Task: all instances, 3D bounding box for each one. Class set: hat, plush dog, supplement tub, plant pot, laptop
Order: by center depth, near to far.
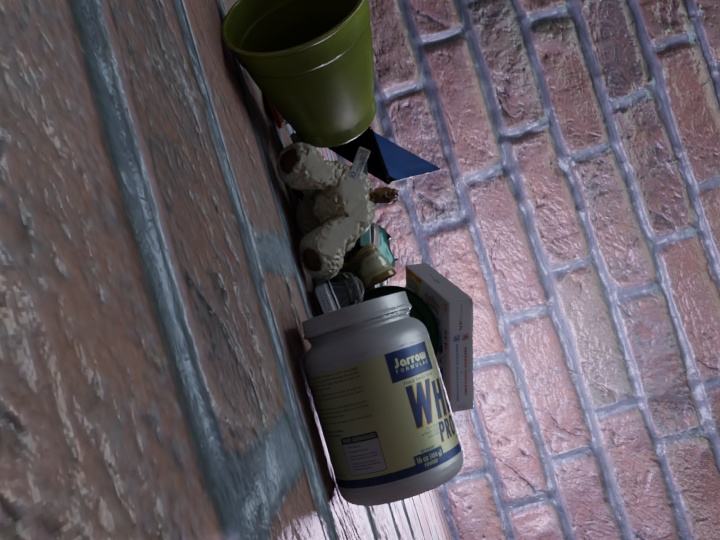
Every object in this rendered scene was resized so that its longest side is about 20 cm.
[{"bbox_3d":[0.020,0.136,0.716,0.145,0.144,0.201,36,37,-84],"label":"supplement tub"},{"bbox_3d":[-0.061,-0.285,0.914,0.193,0.199,0.201,64,9,-49],"label":"plant pot"},{"bbox_3d":[0.017,0.084,0.930,0.201,0.165,0.176,59,6,29],"label":"hat"},{"bbox_3d":[-0.045,-0.090,0.990,0.172,0.160,0.201,-17,-92,67],"label":"plush dog"},{"bbox_3d":[0.015,-0.238,1.107,0.187,0.116,0.200,36,-16,34],"label":"laptop"}]

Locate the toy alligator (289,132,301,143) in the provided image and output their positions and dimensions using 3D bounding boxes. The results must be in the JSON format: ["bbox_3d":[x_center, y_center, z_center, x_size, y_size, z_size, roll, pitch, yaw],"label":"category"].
[{"bbox_3d":[-0.100,-0.174,1.097,0.200,0.059,0.055,51,63,-81],"label":"toy alligator"}]

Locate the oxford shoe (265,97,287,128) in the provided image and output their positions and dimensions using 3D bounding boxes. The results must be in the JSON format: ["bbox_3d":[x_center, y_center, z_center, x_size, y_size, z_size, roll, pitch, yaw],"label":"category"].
[{"bbox_3d":[-0.122,-0.299,1.132,0.200,0.072,0.072,-99,172,-63],"label":"oxford shoe"}]

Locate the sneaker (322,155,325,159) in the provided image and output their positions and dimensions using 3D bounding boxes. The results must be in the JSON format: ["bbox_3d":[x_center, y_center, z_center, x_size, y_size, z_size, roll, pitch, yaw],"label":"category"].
[{"bbox_3d":[-0.067,-0.182,1.330,0.080,0.086,0.201,59,13,-82],"label":"sneaker"}]

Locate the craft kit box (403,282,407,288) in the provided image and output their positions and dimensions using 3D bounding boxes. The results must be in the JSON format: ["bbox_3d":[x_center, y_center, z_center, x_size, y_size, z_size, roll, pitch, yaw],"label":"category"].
[{"bbox_3d":[0.088,0.142,1.291,0.198,0.048,0.200,-59,156,-20],"label":"craft kit box"}]

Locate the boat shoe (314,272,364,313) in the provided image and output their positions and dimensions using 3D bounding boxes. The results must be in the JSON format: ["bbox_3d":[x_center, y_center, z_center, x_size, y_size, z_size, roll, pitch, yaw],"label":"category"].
[{"bbox_3d":[-0.027,0.039,0.993,0.200,0.070,0.073,-140,-149,-86],"label":"boat shoe"}]

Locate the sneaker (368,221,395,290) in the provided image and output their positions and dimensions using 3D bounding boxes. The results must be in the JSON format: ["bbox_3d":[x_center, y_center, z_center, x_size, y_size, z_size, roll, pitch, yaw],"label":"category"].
[{"bbox_3d":[0.030,0.008,1.233,0.080,0.071,0.201,21,67,-42],"label":"sneaker"}]

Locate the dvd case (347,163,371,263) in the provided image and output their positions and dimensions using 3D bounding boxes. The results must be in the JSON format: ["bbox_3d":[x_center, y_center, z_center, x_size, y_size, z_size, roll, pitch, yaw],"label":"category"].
[{"bbox_3d":[-0.006,-0.087,1.129,0.200,0.022,0.147,121,-33,-75],"label":"dvd case"}]

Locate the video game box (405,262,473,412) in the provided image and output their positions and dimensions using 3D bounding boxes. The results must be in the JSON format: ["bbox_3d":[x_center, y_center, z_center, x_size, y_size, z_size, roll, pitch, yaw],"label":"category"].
[{"bbox_3d":[0.126,0.102,1.060,0.200,0.046,0.184,-133,-140,-68],"label":"video game box"}]

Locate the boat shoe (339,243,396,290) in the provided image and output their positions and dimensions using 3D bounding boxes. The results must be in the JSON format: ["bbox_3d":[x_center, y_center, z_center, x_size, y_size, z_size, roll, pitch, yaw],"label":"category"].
[{"bbox_3d":[0.000,0.000,1.076,0.063,0.073,0.200,63,-23,0],"label":"boat shoe"}]

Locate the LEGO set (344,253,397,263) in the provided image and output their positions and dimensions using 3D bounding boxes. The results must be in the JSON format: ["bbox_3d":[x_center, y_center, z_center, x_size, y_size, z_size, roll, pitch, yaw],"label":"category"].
[{"bbox_3d":[0.030,0.016,1.358,0.154,0.115,0.201,48,21,-87],"label":"LEGO set"}]
